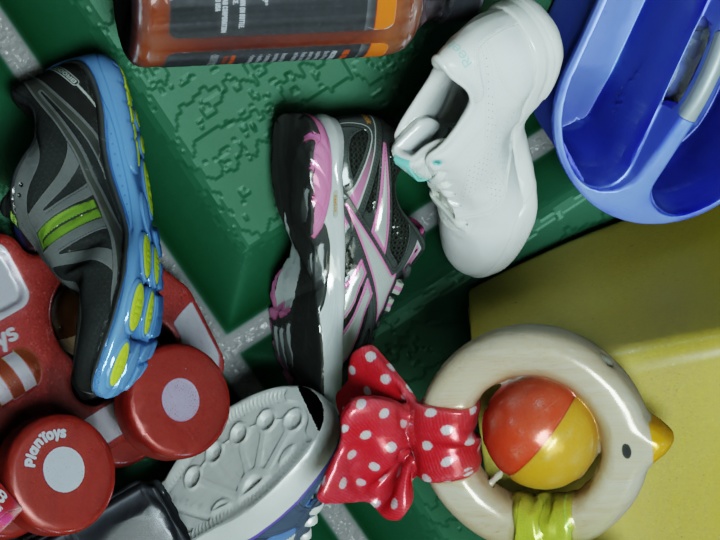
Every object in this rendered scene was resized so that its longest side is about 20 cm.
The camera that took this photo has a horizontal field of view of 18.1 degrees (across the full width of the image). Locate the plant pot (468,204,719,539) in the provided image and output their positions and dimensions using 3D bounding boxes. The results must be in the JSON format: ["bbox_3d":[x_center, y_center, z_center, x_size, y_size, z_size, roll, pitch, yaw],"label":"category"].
[{"bbox_3d":[0.159,0.088,1.362,0.175,0.200,0.201,-7,115,4],"label":"plant pot"}]

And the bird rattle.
[{"bbox_3d":[0.082,0.100,1.257,0.200,0.113,0.163,44,111,8],"label":"bird rattle"}]

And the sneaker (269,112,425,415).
[{"bbox_3d":[0.000,0.000,1.341,0.086,0.080,0.201,-10,121,-22],"label":"sneaker"}]

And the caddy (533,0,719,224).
[{"bbox_3d":[0.185,-0.127,1.315,0.141,0.105,0.201,17,107,-22],"label":"caddy"}]

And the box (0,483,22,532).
[{"bbox_3d":[-0.289,0.160,1.224,0.100,0.095,0.200,49,125,-2],"label":"box"}]

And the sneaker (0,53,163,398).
[{"bbox_3d":[-0.156,-0.022,1.252,0.082,0.201,0.071,-11,160,4],"label":"sneaker"}]

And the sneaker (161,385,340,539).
[{"bbox_3d":[-0.051,0.160,1.378,0.200,0.081,0.146,-44,136,18],"label":"sneaker"}]

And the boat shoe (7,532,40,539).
[{"bbox_3d":[-0.278,0.177,1.343,0.198,0.074,0.068,-25,109,4],"label":"boat shoe"}]

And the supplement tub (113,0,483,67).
[{"bbox_3d":[-0.034,-0.168,1.241,0.198,0.107,0.108,-3,114,-13],"label":"supplement tub"}]

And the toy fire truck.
[{"bbox_3d":[-0.179,0.052,1.287,0.199,0.112,0.169,-32,99,-30],"label":"toy fire truck"}]

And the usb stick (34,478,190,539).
[{"bbox_3d":[-0.191,0.189,1.307,0.199,0.033,0.056,-31,98,1],"label":"usb stick"}]

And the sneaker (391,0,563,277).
[{"bbox_3d":[0.054,-0.066,1.293,0.088,0.075,0.201,-28,144,-29],"label":"sneaker"}]
